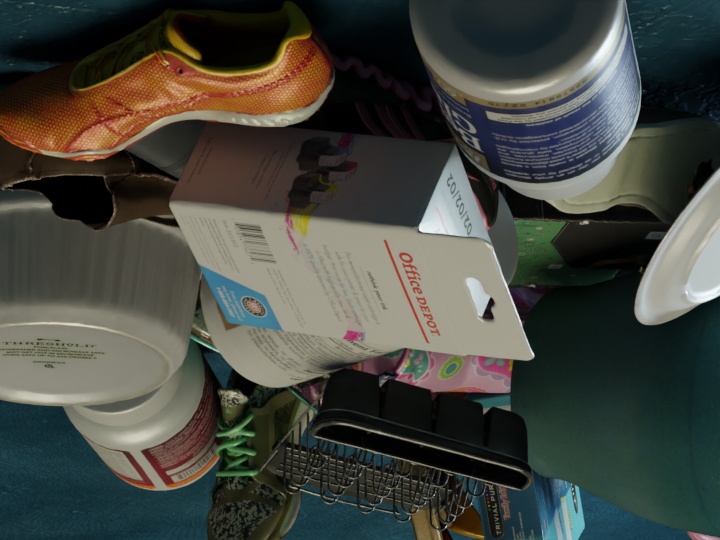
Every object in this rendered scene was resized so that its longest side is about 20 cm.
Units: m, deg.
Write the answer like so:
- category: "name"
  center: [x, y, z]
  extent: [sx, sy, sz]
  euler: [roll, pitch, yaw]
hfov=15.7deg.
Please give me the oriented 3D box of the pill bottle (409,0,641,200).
- category: "pill bottle"
  center: [0.094, -0.109, 1.412]
  extent: [0.111, 0.111, 0.200]
  euler: [-6, 160, 9]

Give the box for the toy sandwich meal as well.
- category: "toy sandwich meal"
  center: [0.062, 0.135, 1.980]
  extent: [0.070, 0.205, 0.205]
  euler: [-14, 161, -1]

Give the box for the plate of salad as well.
- category: "plate of salad"
  center: [0.233, -0.048, 1.603]
  extent: [0.200, 0.048, 0.200]
  euler: [-39, 159, -18]

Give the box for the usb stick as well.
- category: "usb stick"
  center: [-0.085, -0.071, 1.598]
  extent: [0.055, 0.033, 0.200]
  euler: [-45, 149, 10]

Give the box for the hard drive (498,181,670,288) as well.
- category: "hard drive"
  center: [0.174, -0.025, 1.779]
  extent: [0.200, 0.038, 0.140]
  euler: [0, 160, -12]

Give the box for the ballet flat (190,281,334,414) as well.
- category: "ballet flat"
  center: [-0.055, 0.047, 1.879]
  extent: [0.200, 0.069, 0.071]
  euler: [34, 107, -19]

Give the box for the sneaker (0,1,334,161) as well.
- category: "sneaker"
  center: [-0.115, -0.114, 1.462]
  extent: [0.200, 0.073, 0.077]
  euler: [-12, 138, 12]

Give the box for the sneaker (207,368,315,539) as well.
- category: "sneaker"
  center: [-0.088, 0.124, 1.957]
  extent: [0.077, 0.200, 0.089]
  euler: [-8, 145, 32]

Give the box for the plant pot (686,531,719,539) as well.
- category: "plant pot"
  center: [0.334, 0.103, 1.955]
  extent: [0.200, 0.179, 0.200]
  euler: [-3, 161, -1]

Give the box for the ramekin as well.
- category: "ramekin"
  center: [-0.202, 0.022, 1.749]
  extent: [0.202, 0.094, 0.202]
  euler: [0, 158, 0]

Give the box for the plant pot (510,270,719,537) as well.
- category: "plant pot"
  center: [0.211, 0.084, 1.771]
  extent: [0.188, 0.200, 0.200]
  euler: [3, 166, 31]

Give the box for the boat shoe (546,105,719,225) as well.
- category: "boat shoe"
  center: [0.165, -0.071, 1.610]
  extent: [0.202, 0.072, 0.060]
  euler: [0, -155, -46]

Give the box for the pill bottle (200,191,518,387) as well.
- category: "pill bottle"
  center: [0.000, 0.000, 1.706]
  extent: [0.200, 0.114, 0.114]
  euler: [-20, 154, 40]

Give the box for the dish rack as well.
- category: "dish rack"
  center: [0.018, 0.133, 1.791]
  extent: [0.153, 0.055, 0.200]
  euler: [17, 151, -14]

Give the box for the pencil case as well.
- category: "pencil case"
  center: [0.077, 0.043, 1.849]
  extent: [0.200, 0.088, 0.087]
  euler: [3, 162, -41]

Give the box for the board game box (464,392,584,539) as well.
- category: "board game box"
  center: [0.126, 0.151, 1.991]
  extent: [0.047, 0.151, 0.200]
  euler: [-8, -174, 13]

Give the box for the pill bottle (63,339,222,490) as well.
- category: "pill bottle"
  center: [-0.164, 0.090, 1.948]
  extent: [0.109, 0.110, 0.200]
  euler: [-5, 161, 5]

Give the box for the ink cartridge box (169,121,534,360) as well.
- category: "ink cartridge box"
  center: [0.005, -0.017, 1.489]
  extent: [0.200, 0.068, 0.115]
  euler: [8, 144, 25]

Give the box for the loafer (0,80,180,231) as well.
- category: "loafer"
  center: [-0.162, -0.054, 1.594]
  extent: [0.073, 0.071, 0.200]
  euler: [-17, 156, 36]

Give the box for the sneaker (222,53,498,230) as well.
- category: "sneaker"
  center: [0.006, -0.066, 1.550]
  extent: [0.200, 0.095, 0.079]
  euler: [11, 158, -31]
